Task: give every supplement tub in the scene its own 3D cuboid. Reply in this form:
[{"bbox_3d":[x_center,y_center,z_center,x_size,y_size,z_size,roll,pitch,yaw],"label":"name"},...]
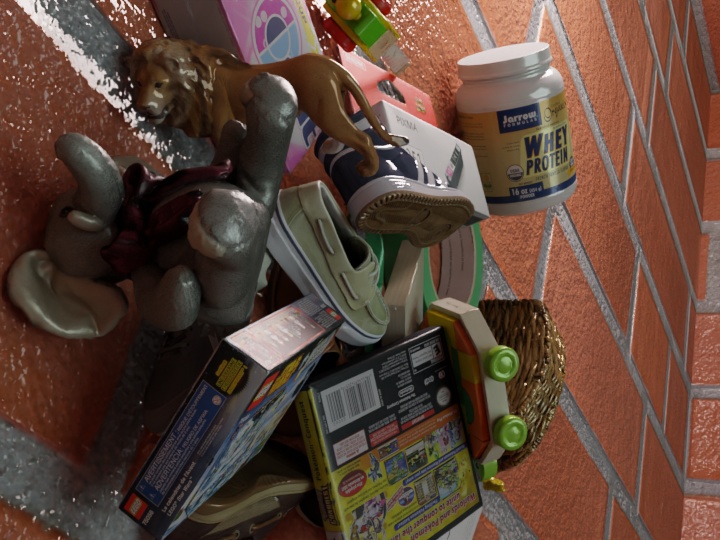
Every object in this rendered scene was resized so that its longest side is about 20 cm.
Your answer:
[{"bbox_3d":[0.204,-0.188,1.285,0.144,0.143,0.202,-42,124,-55],"label":"supplement tub"}]

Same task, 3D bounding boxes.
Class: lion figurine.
[{"bbox_3d":[-0.069,-0.129,0.732,0.073,0.198,0.123,-89,168,-54],"label":"lion figurine"}]

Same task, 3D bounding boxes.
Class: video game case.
[{"bbox_3d":[0.031,0.162,0.874,0.199,0.025,0.183,-18,96,-49],"label":"video game case"}]

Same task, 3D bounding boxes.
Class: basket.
[{"bbox_3d":[0.197,0.155,1.251,0.150,0.141,0.201,60,39,-40],"label":"basket"}]

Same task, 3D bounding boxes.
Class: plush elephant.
[{"bbox_3d":[-0.138,-0.032,0.631,0.201,0.153,0.166,107,-4,-49],"label":"plush elephant"}]

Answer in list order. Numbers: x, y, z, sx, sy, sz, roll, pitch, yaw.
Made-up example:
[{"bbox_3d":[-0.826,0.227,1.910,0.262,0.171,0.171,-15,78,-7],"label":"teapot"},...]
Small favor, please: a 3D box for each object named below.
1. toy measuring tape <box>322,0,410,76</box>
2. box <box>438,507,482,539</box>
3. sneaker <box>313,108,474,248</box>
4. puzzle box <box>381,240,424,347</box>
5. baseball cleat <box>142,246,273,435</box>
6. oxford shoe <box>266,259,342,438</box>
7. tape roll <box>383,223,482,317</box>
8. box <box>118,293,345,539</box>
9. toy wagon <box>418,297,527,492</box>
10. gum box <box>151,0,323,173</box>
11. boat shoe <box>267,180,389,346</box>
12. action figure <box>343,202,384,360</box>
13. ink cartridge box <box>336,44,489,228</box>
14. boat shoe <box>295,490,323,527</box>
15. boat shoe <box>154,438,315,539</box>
[{"bbox_3d":[0.005,-0.255,1.015,0.200,0.073,0.075,10,79,-75],"label":"toy measuring tape"},{"bbox_3d":[0.062,0.248,0.973,0.201,0.036,0.145,61,43,-41],"label":"box"},{"bbox_3d":[0.032,-0.086,0.895,0.109,0.070,0.199,57,22,20],"label":"sneaker"},{"bbox_3d":[0.044,0.087,1.013,0.133,0.025,0.202,-70,161,-59],"label":"puzzle box"},{"bbox_3d":[-0.134,0.024,0.739,0.107,0.069,0.201,51,39,-29],"label":"baseball cleat"},{"bbox_3d":[-0.045,0.053,0.882,0.071,0.071,0.202,31,60,-55],"label":"oxford shoe"},{"bbox_3d":[0.091,-0.019,1.164,0.200,0.048,0.203,8,81,-61],"label":"tape roll"},{"bbox_3d":[-0.083,0.095,0.696,0.138,0.040,0.200,-56,173,12],"label":"box"},{"bbox_3d":[0.109,0.131,0.967,0.039,0.155,0.202,-13,103,-20],"label":"toy wagon"},{"bbox_3d":[-0.091,-0.184,0.813,0.114,0.065,0.201,-57,137,-45],"label":"gum box"},{"bbox_3d":[-0.017,0.000,0.830,0.200,0.061,0.073,50,29,-47],"label":"boat shoe"},{"bbox_3d":[0.000,0.000,0.956,0.118,0.054,0.202,-95,-177,-75],"label":"action figure"},{"bbox_3d":[0.061,-0.147,1.054,0.199,0.043,0.175,13,61,-55],"label":"ink cartridge box"},{"bbox_3d":[0.002,0.228,0.967,0.201,0.063,0.074,39,59,-52],"label":"boat shoe"},{"bbox_3d":[-0.098,0.188,0.792,0.073,0.072,0.200,-64,160,10],"label":"boat shoe"}]
